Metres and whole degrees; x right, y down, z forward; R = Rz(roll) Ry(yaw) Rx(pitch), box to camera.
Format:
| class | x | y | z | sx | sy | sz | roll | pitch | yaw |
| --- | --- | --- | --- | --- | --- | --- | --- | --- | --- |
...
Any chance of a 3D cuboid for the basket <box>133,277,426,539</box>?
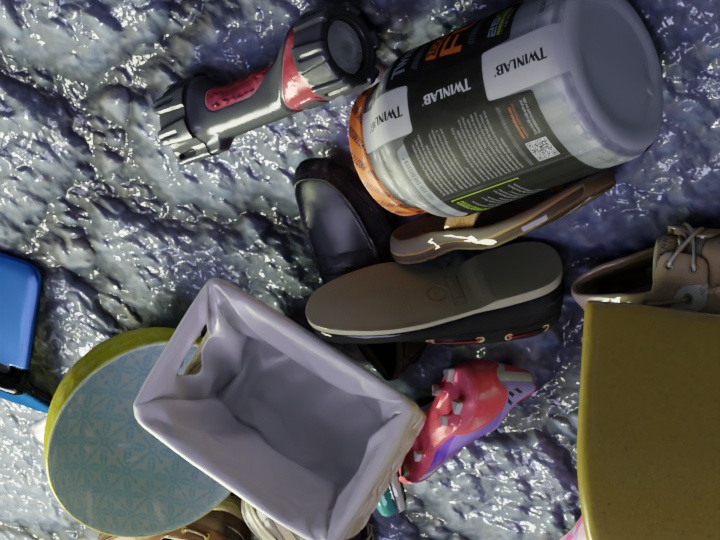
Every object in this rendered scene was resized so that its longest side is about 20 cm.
| class | x | y | z | sx | sy | sz | roll | pitch | yaw |
| --- | --- | --- | --- | --- | --- | --- | --- | --- | --- |
| basket | -0.058 | 0.114 | 1.355 | 0.199 | 0.136 | 0.123 | 32 | -179 | 14 |

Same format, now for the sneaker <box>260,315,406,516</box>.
| class | x | y | z | sx | sy | sz | roll | pitch | yaw |
| --- | --- | --- | --- | --- | --- | --- | --- | --- | --- |
| sneaker | -0.034 | 0.135 | 1.450 | 0.200 | 0.079 | 0.078 | 49 | 169 | 9 |

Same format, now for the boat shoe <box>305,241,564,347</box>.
| class | x | y | z | sx | sy | sz | roll | pitch | yaw |
| --- | --- | --- | --- | --- | --- | --- | --- | --- | --- |
| boat shoe | 0.059 | 0.031 | 1.296 | 0.199 | 0.074 | 0.064 | -10 | 135 | 0 |

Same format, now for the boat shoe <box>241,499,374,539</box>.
| class | x | y | z | sx | sy | sz | roll | pitch | yaw |
| --- | --- | --- | --- | --- | --- | --- | --- | --- | --- |
| boat shoe | -0.025 | 0.266 | 1.616 | 0.200 | 0.075 | 0.073 | 41 | 138 | -14 |

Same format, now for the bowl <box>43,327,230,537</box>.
| class | x | y | z | sx | sy | sz | roll | pitch | yaw |
| --- | --- | --- | --- | --- | --- | --- | --- | --- | --- |
| bowl | -0.200 | 0.128 | 1.536 | 0.108 | 0.199 | 0.201 | 48 | 165 | 55 |

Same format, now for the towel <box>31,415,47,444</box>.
| class | x | y | z | sx | sy | sz | roll | pitch | yaw |
| --- | --- | --- | --- | --- | --- | --- | --- | --- | --- |
| towel | -0.224 | 0.206 | 1.698 | 0.146 | 0.030 | 0.200 | -22 | 120 | 41 |

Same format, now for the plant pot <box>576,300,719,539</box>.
| class | x | y | z | sx | sy | sz | roll | pitch | yaw |
| --- | --- | --- | --- | --- | --- | --- | --- | --- | --- |
| plant pot | 0.244 | 0.160 | 1.207 | 0.193 | 0.202 | 0.195 | 8 | 158 | 14 |

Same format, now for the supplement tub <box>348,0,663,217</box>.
| class | x | y | z | sx | sy | sz | roll | pitch | yaw |
| --- | --- | --- | --- | --- | --- | --- | --- | --- | --- |
| supplement tub | 0.094 | -0.109 | 1.144 | 0.199 | 0.123 | 0.123 | -19 | 120 | 39 |

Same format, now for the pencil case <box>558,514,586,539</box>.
| class | x | y | z | sx | sy | sz | roll | pitch | yaw |
| --- | --- | --- | --- | --- | --- | --- | --- | --- | --- |
| pencil case | 0.216 | 0.226 | 1.435 | 0.087 | 0.088 | 0.201 | 27 | 138 | 3 |

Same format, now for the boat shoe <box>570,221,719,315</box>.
| class | x | y | z | sx | sy | sz | roll | pitch | yaw |
| --- | --- | --- | --- | --- | --- | --- | --- | --- | --- |
| boat shoe | 0.235 | 0.003 | 1.216 | 0.065 | 0.072 | 0.199 | 45 | 142 | -19 |

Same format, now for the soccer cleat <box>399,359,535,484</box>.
| class | x | y | z | sx | sy | sz | roll | pitch | yaw |
| --- | --- | --- | --- | --- | --- | --- | --- | --- | --- |
| soccer cleat | 0.079 | 0.132 | 1.438 | 0.076 | 0.067 | 0.200 | 0 | 153 | -20 |

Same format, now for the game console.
| class | x | y | z | sx | sy | sz | roll | pitch | yaw |
| --- | --- | --- | --- | --- | --- | --- | --- | --- | --- |
| game console | -0.387 | 0.043 | 1.643 | 0.198 | 0.120 | 0.171 | 18 | 169 | 13 |

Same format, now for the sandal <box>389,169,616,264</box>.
| class | x | y | z | sx | sy | sz | roll | pitch | yaw |
| --- | --- | --- | --- | --- | --- | --- | --- | --- | --- |
| sandal | 0.095 | -0.050 | 1.250 | 0.199 | 0.080 | 0.055 | -12 | 101 | 43 |

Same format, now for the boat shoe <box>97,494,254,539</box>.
| class | x | y | z | sx | sy | sz | roll | pitch | yaw |
| --- | --- | --- | --- | --- | --- | --- | --- | --- | --- |
| boat shoe | -0.192 | 0.271 | 1.677 | 0.198 | 0.068 | 0.072 | -14 | 124 | 34 |

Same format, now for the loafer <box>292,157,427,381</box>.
| class | x | y | z | sx | sy | sz | roll | pitch | yaw |
| --- | --- | --- | --- | --- | --- | --- | --- | --- | --- |
| loafer | 0.000 | 0.000 | 1.343 | 0.067 | 0.071 | 0.202 | -6 | 128 | 32 |

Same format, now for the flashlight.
| class | x | y | z | sx | sy | sz | roll | pitch | yaw |
| --- | --- | --- | --- | --- | --- | --- | --- | --- | --- |
| flashlight | -0.075 | -0.141 | 1.258 | 0.199 | 0.068 | 0.068 | -13 | 128 | 43 |
